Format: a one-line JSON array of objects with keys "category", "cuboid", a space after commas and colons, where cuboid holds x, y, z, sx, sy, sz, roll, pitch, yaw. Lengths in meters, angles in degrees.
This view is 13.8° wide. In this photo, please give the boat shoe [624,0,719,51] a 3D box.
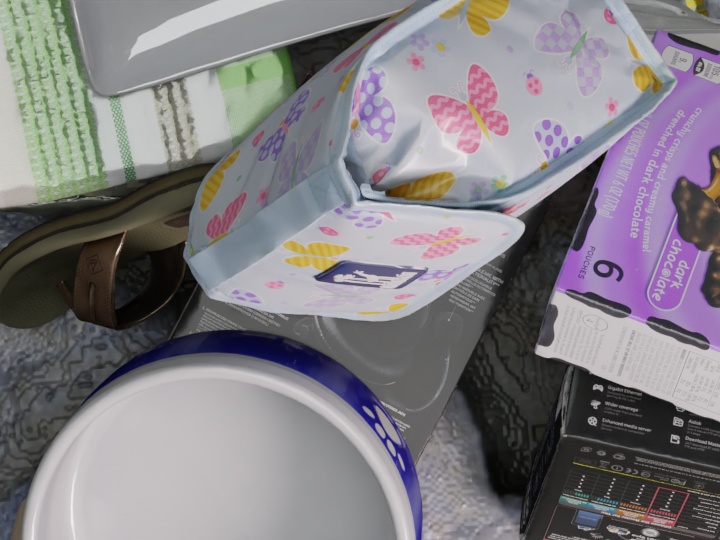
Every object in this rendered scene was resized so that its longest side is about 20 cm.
[{"category": "boat shoe", "cuboid": [0.148, -0.120, 1.578, 0.199, 0.072, 0.069, -1, 58, -11]}]

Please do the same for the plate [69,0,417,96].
[{"category": "plate", "cuboid": [-0.060, -0.203, 1.450, 0.199, 0.032, 0.201, -16, 118, -6]}]

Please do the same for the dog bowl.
[{"category": "dog bowl", "cuboid": [-0.068, 0.134, 1.519, 0.199, 0.079, 0.201, 2, 104, 7]}]

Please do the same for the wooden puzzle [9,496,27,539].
[{"category": "wooden puzzle", "cuboid": [-0.108, 0.230, 1.596, 0.199, 0.037, 0.186, 13, 89, 0]}]

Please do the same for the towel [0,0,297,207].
[{"category": "towel", "cuboid": [-0.137, -0.115, 1.501, 0.199, 0.031, 0.150, -12, 93, -8]}]

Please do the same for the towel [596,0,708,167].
[{"category": "towel", "cuboid": [0.160, -0.097, 1.616, 0.086, 0.018, 0.201, -21, 89, 0]}]

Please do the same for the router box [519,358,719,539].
[{"category": "router box", "cuboid": [0.191, 0.109, 1.540, 0.199, 0.150, 0.062, 13, 62, 0]}]

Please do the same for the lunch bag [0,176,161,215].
[{"category": "lunch bag", "cuboid": [-0.157, -0.126, 1.566, 0.163, 0.118, 0.201, -3, 84, -2]}]

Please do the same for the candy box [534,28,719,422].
[{"category": "candy box", "cuboid": [0.209, -0.007, 1.479, 0.199, 0.072, 0.168, 20, 60, 6]}]

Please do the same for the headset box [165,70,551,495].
[{"category": "headset box", "cuboid": [0.000, 0.000, 1.583, 0.148, 0.077, 0.201, 27, 88, 0]}]

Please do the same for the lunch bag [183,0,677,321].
[{"category": "lunch bag", "cuboid": [0.024, -0.054, 1.429, 0.200, 0.169, 0.128, -32, 90, -35]}]

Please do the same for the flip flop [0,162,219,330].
[{"category": "flip flop", "cuboid": [-0.118, -0.002, 1.541, 0.199, 0.081, 0.058, -21, 76, 34]}]
